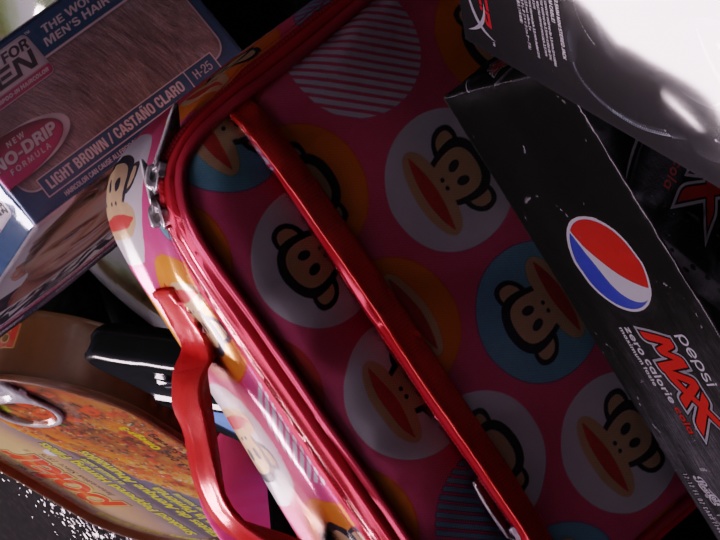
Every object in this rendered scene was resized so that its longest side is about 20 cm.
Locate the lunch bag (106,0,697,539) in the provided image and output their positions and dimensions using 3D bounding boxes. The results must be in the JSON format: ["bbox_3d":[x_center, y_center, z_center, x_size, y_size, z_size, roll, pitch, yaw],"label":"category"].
[{"bbox_3d":[0.016,0.015,0.917,0.200,0.176,0.082,55,155,-10],"label":"lunch bag"}]

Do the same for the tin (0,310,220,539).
[{"bbox_3d":[-0.102,0.070,1.258,0.112,0.042,0.200,-10,150,32],"label":"tin"}]

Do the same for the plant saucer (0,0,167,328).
[{"bbox_3d":[-0.081,-0.059,1.142,0.200,0.050,0.200,39,152,25],"label":"plant saucer"}]

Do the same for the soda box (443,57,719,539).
[{"bbox_3d":[0.112,0.010,0.880,0.200,0.063,0.071,57,154,-13],"label":"soda box"}]

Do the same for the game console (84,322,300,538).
[{"bbox_3d":[0.007,0.110,1.031,0.176,0.117,0.200,6,162,48],"label":"game console"}]

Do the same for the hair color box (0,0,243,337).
[{"bbox_3d":[-0.116,-0.034,1.055,0.061,0.100,0.200,50,156,2],"label":"hair color box"}]

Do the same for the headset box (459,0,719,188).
[{"bbox_3d":[0.110,-0.089,0.730,0.200,0.077,0.149,32,150,35],"label":"headset box"}]

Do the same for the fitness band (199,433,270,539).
[{"bbox_3d":[-0.001,0.114,1.162,0.143,0.037,0.200,39,-174,-6],"label":"fitness band"}]

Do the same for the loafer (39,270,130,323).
[{"bbox_3d":[-0.136,0.016,1.278,0.070,0.068,0.201,44,176,14],"label":"loafer"}]
